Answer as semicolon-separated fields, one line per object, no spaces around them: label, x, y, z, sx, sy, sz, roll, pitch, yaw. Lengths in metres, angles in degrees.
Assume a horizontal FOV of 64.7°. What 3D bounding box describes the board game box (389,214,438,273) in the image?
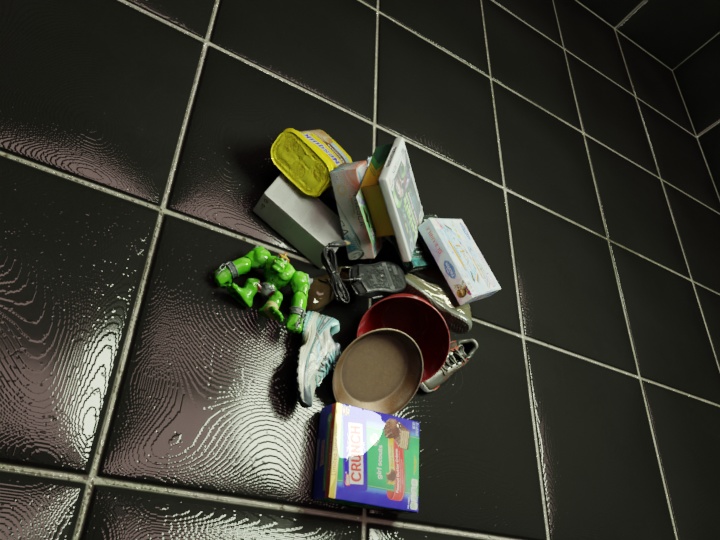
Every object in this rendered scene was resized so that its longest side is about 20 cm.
board game box;0.147;-0.068;1.344;0.197;0.028;0.138;-6;64;-48

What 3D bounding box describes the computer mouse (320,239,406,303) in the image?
computer mouse;0.000;0.000;1.205;0.196;0.046;0.143;-9;67;-38

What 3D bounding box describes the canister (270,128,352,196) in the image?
canister;-0.104;-0.254;1.301;0.148;0.087;0.200;43;21;0

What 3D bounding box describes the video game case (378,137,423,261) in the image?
video game case;0.093;-0.155;1.234;0.184;0.023;0.204;-68;146;-49

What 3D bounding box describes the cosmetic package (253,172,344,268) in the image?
cosmetic package;-0.128;-0.114;1.263;0.199;0.071;0.102;41;46;-8

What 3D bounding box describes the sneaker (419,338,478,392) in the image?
sneaker;0.200;0.203;1.304;0.198;0.082;0.078;-30;82;-42

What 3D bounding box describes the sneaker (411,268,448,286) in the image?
sneaker;0.192;0.031;1.395;0.196;0.080;0.073;16;46;-31

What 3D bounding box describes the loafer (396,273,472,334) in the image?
loafer;0.166;0.067;1.280;0.197;0.076;0.070;33;47;-3

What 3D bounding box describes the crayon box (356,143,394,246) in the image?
crayon box;0.052;-0.166;1.233;0.203;0.050;0.128;-71;148;-46

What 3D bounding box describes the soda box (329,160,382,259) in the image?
soda box;-0.007;-0.130;1.239;0.064;0.066;0.206;-48;130;-57

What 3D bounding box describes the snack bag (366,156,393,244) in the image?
snack bag;0.066;-0.155;1.365;0.199;0.021;0.191;40;42;-20

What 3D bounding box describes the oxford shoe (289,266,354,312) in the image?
oxford shoe;-0.067;0.031;1.216;0.198;0.084;0.074;-28;82;-40

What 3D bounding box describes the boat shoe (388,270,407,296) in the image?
boat shoe;0.128;0.067;1.349;0.200;0.076;0.074;47;17;-4

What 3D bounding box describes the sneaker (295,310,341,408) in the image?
sneaker;-0.080;0.169;1.107;0.083;0.079;0.204;6;54;-2

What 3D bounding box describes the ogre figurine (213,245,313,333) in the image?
ogre figurine;-0.182;0.026;1.134;0.195;0.099;0.121;20;59;19

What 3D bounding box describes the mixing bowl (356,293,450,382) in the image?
mixing bowl;0.093;0.131;1.223;0.199;0.201;0.109;41;19;-7

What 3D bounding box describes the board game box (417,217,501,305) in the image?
board game box;0.234;-0.026;1.330;0.198;0.041;0.204;-5;65;-58

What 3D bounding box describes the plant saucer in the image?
plant saucer;0.032;0.206;1.151;0.196;0.205;0.037;19;12;-24

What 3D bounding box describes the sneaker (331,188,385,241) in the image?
sneaker;0.019;-0.137;1.376;0.196;0.075;0.118;17;53;-30

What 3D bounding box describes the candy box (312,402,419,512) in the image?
candy box;0.015;0.360;1.087;0.195;0.077;0.174;18;58;-24
